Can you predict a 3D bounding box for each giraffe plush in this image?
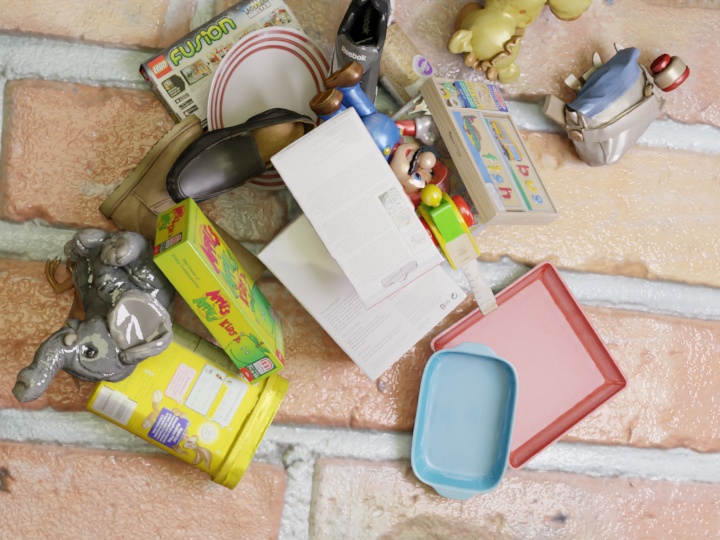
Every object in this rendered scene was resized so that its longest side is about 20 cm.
[{"bbox_3d":[0.188,-0.329,1.634,0.172,0.200,0.162,31,107,-12],"label":"giraffe plush"}]

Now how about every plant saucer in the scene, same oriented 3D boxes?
[{"bbox_3d":[0.215,0.121,1.642,0.200,0.037,0.200,-34,92,-15],"label":"plant saucer"}]

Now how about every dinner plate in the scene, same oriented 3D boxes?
[{"bbox_3d":[-0.108,-0.199,1.569,0.200,0.024,0.201,-11,109,-36],"label":"dinner plate"}]

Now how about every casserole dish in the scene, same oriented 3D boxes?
[{"bbox_3d":[0.130,0.184,1.584,0.121,0.039,0.200,9,99,7],"label":"casserole dish"}]

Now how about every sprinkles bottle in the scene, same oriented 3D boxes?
[{"bbox_3d":[0.064,-0.244,1.628,0.068,0.068,0.200,-41,95,-14],"label":"sprinkles bottle"}]

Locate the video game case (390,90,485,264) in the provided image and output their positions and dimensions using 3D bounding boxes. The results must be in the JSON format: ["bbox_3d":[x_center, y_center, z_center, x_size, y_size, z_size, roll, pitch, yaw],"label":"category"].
[{"bbox_3d":[0.069,-0.098,1.602,0.200,0.023,0.182,-41,95,7],"label":"video game case"}]

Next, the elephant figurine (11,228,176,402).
[{"bbox_3d":[-0.277,0.066,1.405,0.155,0.142,0.200,0,68,6],"label":"elephant figurine"}]

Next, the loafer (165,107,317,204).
[{"bbox_3d":[-0.138,-0.138,1.492,0.200,0.072,0.073,-37,113,-29],"label":"loafer"}]

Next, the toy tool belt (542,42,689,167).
[{"bbox_3d":[0.333,-0.238,1.665,0.123,0.125,0.200,46,76,-14],"label":"toy tool belt"}]

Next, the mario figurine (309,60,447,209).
[{"bbox_3d":[0.039,-0.156,1.515,0.123,0.106,0.200,-44,114,0],"label":"mario figurine"}]

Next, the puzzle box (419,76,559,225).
[{"bbox_3d":[0.160,-0.145,1.564,0.133,0.025,0.200,-3,62,-48],"label":"puzzle box"}]

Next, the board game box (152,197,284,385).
[{"bbox_3d":[-0.159,0.024,1.457,0.048,0.102,0.200,-28,120,12],"label":"board game box"}]

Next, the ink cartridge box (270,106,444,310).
[{"bbox_3d":[-0.003,-0.069,1.423,0.109,0.050,0.200,-32,94,1],"label":"ink cartridge box"}]

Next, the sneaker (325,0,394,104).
[{"bbox_3d":[-0.007,-0.254,1.552,0.066,0.091,0.200,15,102,4],"label":"sneaker"}]

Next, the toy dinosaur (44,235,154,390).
[{"bbox_3d":[-0.324,0.030,1.502,0.106,0.060,0.200,39,97,16],"label":"toy dinosaur"}]

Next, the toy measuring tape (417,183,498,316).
[{"bbox_3d":[0.114,-0.032,1.539,0.074,0.074,0.200,-41,129,-14],"label":"toy measuring tape"}]

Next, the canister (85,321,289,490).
[{"bbox_3d":[-0.206,0.148,1.513,0.200,0.087,0.149,29,77,-7],"label":"canister"}]

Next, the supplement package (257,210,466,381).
[{"bbox_3d":[0.000,0.000,1.528,0.152,0.151,0.200,-42,95,2],"label":"supplement package"}]

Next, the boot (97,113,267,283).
[{"bbox_3d":[-0.191,-0.063,1.542,0.200,0.066,0.175,43,100,-5],"label":"boot"}]

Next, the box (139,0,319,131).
[{"bbox_3d":[-0.162,-0.261,1.592,0.200,0.035,0.110,-35,93,-14],"label":"box"}]
